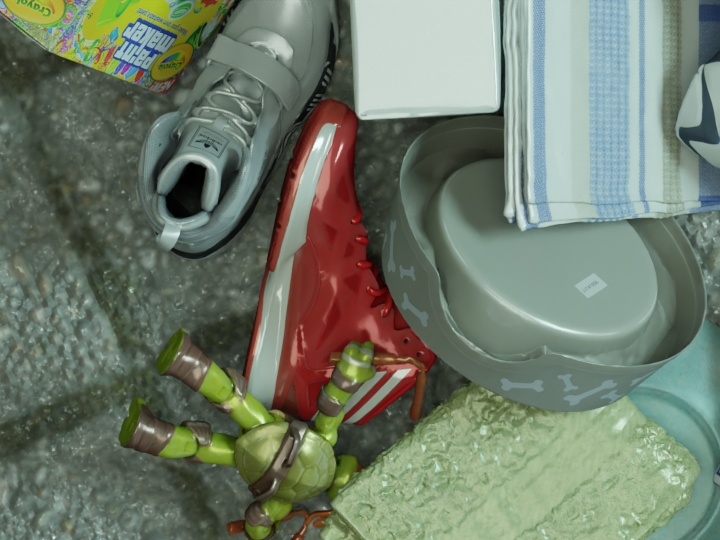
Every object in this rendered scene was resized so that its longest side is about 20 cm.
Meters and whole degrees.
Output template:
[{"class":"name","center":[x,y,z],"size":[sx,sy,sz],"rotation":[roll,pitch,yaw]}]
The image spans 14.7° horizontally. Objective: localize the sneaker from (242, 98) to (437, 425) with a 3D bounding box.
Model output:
[{"class":"sneaker","center":[0.000,0.000,1.708],"size":[0.115,0.078,0.200],"rotation":[13,107,-4]}]

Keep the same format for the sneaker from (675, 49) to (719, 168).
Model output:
[{"class":"sneaker","center":[0.272,-0.129,1.590],"size":[0.129,0.079,0.199],"rotation":[33,113,24]}]

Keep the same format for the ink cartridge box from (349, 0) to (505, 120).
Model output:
[{"class":"ink cartridge box","center":[0.040,-0.162,1.621],"size":[0.084,0.200,0.146],"rotation":[-3,94,5]}]

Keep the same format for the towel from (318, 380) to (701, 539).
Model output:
[{"class":"towel","center":[0.089,0.137,1.665],"size":[0.200,0.036,0.148],"rotation":[-42,88,-4]}]

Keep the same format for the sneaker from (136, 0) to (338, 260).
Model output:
[{"class":"sneaker","center":[-0.073,-0.096,1.678],"size":[0.075,0.115,0.200],"rotation":[26,96,3]}]

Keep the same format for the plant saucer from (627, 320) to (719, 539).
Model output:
[{"class":"plant saucer","center":[0.169,0.122,1.707],"size":[0.201,0.039,0.202],"rotation":[0,93,5]}]

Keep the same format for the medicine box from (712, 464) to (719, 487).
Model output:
[{"class":"medicine box","center":[0.326,0.091,1.600],"size":[0.103,0.200,0.182],"rotation":[24,97,-30]}]

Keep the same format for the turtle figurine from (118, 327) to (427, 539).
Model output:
[{"class":"turtle figurine","center":[-0.061,0.112,1.679],"size":[0.161,0.064,0.200],"rotation":[25,121,-15]}]

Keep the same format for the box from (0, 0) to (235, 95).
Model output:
[{"class":"box","center":[-0.134,-0.224,1.625],"size":[0.122,0.200,0.193],"rotation":[39,97,14]}]

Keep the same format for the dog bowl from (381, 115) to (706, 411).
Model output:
[{"class":"dog bowl","center":[0.102,-0.001,1.637],"size":[0.200,0.200,0.059],"rotation":[33,129,3]}]

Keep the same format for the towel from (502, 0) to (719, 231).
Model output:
[{"class":"towel","center":[0.154,-0.101,1.636],"size":[0.024,0.200,0.147],"rotation":[4,96,45]}]
